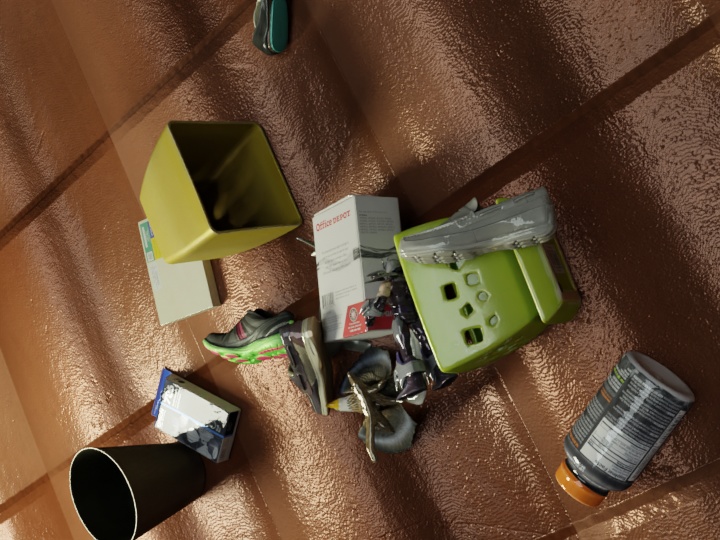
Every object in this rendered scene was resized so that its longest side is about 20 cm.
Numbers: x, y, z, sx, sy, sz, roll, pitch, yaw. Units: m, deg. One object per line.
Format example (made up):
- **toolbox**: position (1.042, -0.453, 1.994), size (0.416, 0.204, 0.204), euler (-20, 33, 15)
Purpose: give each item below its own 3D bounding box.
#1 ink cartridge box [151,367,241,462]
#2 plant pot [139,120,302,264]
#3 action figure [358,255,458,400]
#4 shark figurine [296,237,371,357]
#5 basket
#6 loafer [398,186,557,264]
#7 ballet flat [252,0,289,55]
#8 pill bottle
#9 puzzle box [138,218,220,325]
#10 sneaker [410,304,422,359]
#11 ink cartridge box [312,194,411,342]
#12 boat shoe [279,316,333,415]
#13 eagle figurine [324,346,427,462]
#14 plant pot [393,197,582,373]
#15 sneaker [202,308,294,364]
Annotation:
- **ink cartridge box**: position (-0.310, 0.259, 1.595), size (0.199, 0.039, 0.100), euler (21, 102, 30)
- **plant pot**: position (-0.252, -0.115, 1.473), size (0.176, 0.199, 0.201), euler (-35, 74, 39)
- **action figure**: position (0.063, 0.072, 1.233), size (0.069, 0.129, 0.202), euler (-43, 59, 56)
- **shark figurine**: position (-0.052, 0.059, 1.409), size (0.127, 0.089, 0.217), euler (6, 96, 29)
- **basket**: position (-0.378, 0.373, 1.543), size (0.136, 0.199, 0.181), euler (-46, 70, 22)
- **loafer**: position (0.143, -0.054, 1.096), size (0.198, 0.070, 0.071), euler (-12, 76, 10)
- **ballet flat**: position (-0.147, -0.462, 1.466), size (0.068, 0.068, 0.202), euler (19, 100, 38)
- **pill bottle**: position (0.340, 0.215, 1.165), size (0.106, 0.106, 0.201), euler (39, 110, 24)
- **puzzle box**: position (-0.331, -0.014, 1.608), size (0.132, 0.025, 0.202), euler (-18, 82, 30)
- **sneaker**: position (0.108, 0.060, 1.332), size (0.087, 0.076, 0.202), euler (-9, 78, 3)
- **ink cartridge box**: position (0.000, 0.000, 1.335), size (0.146, 0.082, 0.202), euler (-20, 73, 60)
- **boat shoe**: position (-0.083, 0.152, 1.387), size (0.064, 0.072, 0.201), euler (-2, 134, 8)
- **eagle figurine**: position (0.021, 0.195, 1.329), size (0.150, 0.200, 0.153), euler (24, 85, 12)
- **plant pot**: position (0.185, 0.014, 1.206), size (0.180, 0.200, 0.201), euler (-24, 78, 21)
- **sneaker**: position (-0.183, 0.110, 1.506), size (0.198, 0.077, 0.085), euler (-9, 61, 32)
